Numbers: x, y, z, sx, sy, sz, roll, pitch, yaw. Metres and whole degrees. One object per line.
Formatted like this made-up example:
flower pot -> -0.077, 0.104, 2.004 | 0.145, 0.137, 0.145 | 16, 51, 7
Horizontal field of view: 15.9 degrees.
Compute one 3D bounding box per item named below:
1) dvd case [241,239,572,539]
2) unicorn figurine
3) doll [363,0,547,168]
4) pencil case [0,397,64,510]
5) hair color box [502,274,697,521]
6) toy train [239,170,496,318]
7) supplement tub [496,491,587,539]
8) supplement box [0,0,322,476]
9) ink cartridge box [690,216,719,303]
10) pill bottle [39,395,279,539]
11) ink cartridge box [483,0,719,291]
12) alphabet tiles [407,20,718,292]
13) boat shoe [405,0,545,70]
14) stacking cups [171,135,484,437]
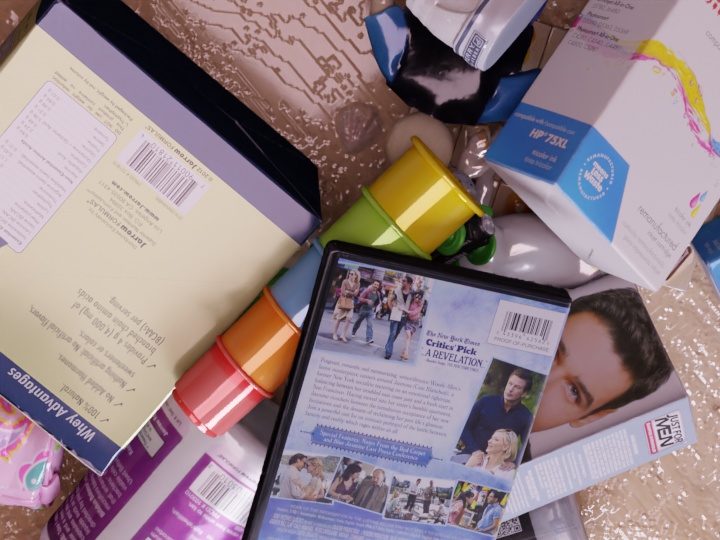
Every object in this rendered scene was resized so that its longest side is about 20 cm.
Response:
dvd case -> 0.023, 0.089, 1.437 | 0.142, 0.018, 0.201 | 12, 109, -13
unicorn figurine -> 0.089, -0.019, 1.537 | 0.198, 0.074, 0.138 | 1, 101, 1
doll -> 0.070, -0.142, 1.485 | 0.136, 0.048, 0.201 | 27, 79, -8
pencil case -> -0.279, 0.101, 1.560 | 0.198, 0.087, 0.088 | 4, 105, -5
hair color box -> 0.087, 0.087, 1.517 | 0.199, 0.099, 0.061 | -22, 146, -1
toy train -> 0.000, 0.000, 1.520 | 0.199, 0.057, 0.042 | -29, 150, 34
supplement tub -> 0.044, 0.190, 1.574 | 0.199, 0.123, 0.123 | -17, 105, 3
supplement box -> -0.160, -0.033, 1.502 | 0.200, 0.134, 0.200 | 40, 101, -11
ink cartridge box -> 0.314, -0.011, 1.552 | 0.199, 0.068, 0.116 | -28, 107, 4
pill bottle -> -0.125, 0.160, 1.568 | 0.112, 0.112, 0.200 | 38, 101, -11
ink cartridge box -> 0.174, -0.106, 1.475 | 0.116, 0.067, 0.201 | 42, 78, -39
alphabet tiles -> 0.121, -0.061, 1.568 | 0.199, 0.008, 0.168 | 17, 104, -5
boat shoe -> 0.089, -0.204, 1.437 | 0.086, 0.075, 0.202 | 35, 66, 8
stacking cups -> -0.025, 0.011, 1.436 | 0.200, 0.061, 0.061 | -41, 102, 5
